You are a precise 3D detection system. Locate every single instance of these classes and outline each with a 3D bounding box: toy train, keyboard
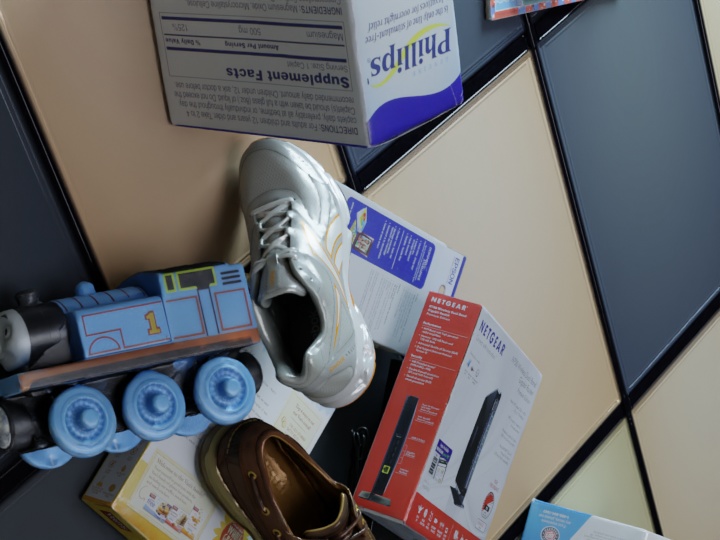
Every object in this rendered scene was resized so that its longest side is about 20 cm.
[{"bbox_3d":[-0.156,0.060,1.196,0.200,0.087,0.114,-10,83,-35],"label":"toy train"},{"bbox_3d":[0.014,0.170,1.468,0.127,0.021,0.200,12,88,-61],"label":"keyboard"}]

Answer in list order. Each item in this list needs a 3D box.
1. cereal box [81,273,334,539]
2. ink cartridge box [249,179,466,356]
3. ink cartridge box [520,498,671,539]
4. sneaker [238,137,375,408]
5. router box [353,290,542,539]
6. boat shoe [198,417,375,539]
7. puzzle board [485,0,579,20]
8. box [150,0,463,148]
[{"bbox_3d":[-0.099,0.120,1.318,0.144,0.039,0.200,50,60,-39],"label":"cereal box"},{"bbox_3d":[0.000,0.000,1.409,0.200,0.039,0.100,29,77,-46],"label":"ink cartridge box"},{"bbox_3d":[0.209,0.327,1.648,0.125,0.128,0.200,25,80,-48],"label":"ink cartridge box"},{"bbox_3d":[-0.047,-0.005,1.267,0.092,0.076,0.200,21,48,-66],"label":"sneaker"},{"bbox_3d":[0.074,0.133,1.470,0.180,0.049,0.200,-69,155,-11],"label":"router box"},{"bbox_3d":[-0.032,0.185,1.285,0.200,0.068,0.072,52,56,-19],"label":"boat shoe"},{"bbox_3d":[0.172,-0.302,1.558,0.200,0.017,0.151,-19,112,-45],"label":"puzzle board"},{"bbox_3d":[-0.043,-0.196,1.209,0.105,0.184,0.200,-28,119,-44],"label":"box"}]
